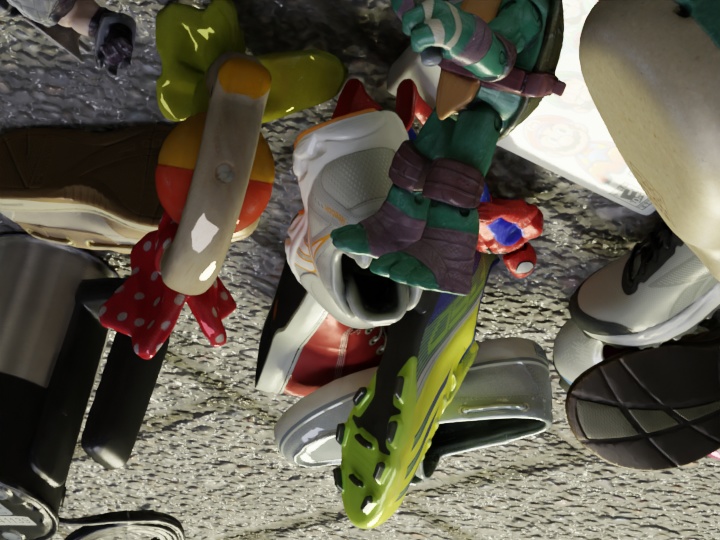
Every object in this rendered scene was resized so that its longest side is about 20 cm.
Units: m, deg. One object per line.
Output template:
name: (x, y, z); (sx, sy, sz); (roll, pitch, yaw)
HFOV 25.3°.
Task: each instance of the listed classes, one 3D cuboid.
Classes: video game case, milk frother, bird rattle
video game case: (0.136, -0.113, 0.850); (0.181, 0.024, 0.200); (23, 147, -17)
milk frother: (-0.210, 0.109, 1.162); (0.178, 0.190, 0.201); (5, 148, 13)
bird rattle: (-0.088, -0.048, 0.866); (0.112, 0.202, 0.163); (23, 179, -8)

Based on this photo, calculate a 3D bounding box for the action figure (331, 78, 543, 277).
action figure: (0.056, -0.045, 0.947); (0.065, 0.052, 0.200); (0, 157, 35)

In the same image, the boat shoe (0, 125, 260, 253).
boat shoe: (-0.145, -0.046, 1.014); (0.198, 0.074, 0.069); (9, 152, 23)

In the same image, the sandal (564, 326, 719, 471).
sandal: (0.219, 0.064, 1.013); (0.082, 0.198, 0.055); (68, 167, -11)

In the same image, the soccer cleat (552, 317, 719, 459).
soccer cleat: (0.226, 0.075, 1.073); (0.198, 0.070, 0.086); (18, 147, -10)

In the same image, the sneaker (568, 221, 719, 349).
sneaker: (0.200, -0.018, 0.946); (0.079, 0.074, 0.199); (40, 133, -24)

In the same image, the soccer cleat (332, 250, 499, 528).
soccer cleat: (0.041, 0.071, 1.026); (0.083, 0.202, 0.064); (14, -177, -38)

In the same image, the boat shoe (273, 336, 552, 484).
boat shoe: (0.035, 0.105, 1.082); (0.199, 0.072, 0.070); (-18, 147, 14)

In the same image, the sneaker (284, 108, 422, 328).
sneaker: (0.000, 0.000, 0.879); (0.075, 0.093, 0.200); (-13, 154, -3)

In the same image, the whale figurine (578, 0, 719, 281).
whale figurine: (0.181, -0.070, 0.777); (0.103, 0.159, 0.200); (-34, 143, -2)

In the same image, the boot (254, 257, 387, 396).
boot: (0.013, 0.033, 1.089); (0.143, 0.073, 0.200); (10, 150, -8)

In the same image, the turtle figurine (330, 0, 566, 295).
turtle figurine: (0.044, -0.096, 0.727); (0.100, 0.202, 0.150); (14, -173, -5)

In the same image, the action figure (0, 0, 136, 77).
action figure: (-0.146, -0.162, 0.829); (0.199, 0.070, 0.130); (-15, 144, 41)
